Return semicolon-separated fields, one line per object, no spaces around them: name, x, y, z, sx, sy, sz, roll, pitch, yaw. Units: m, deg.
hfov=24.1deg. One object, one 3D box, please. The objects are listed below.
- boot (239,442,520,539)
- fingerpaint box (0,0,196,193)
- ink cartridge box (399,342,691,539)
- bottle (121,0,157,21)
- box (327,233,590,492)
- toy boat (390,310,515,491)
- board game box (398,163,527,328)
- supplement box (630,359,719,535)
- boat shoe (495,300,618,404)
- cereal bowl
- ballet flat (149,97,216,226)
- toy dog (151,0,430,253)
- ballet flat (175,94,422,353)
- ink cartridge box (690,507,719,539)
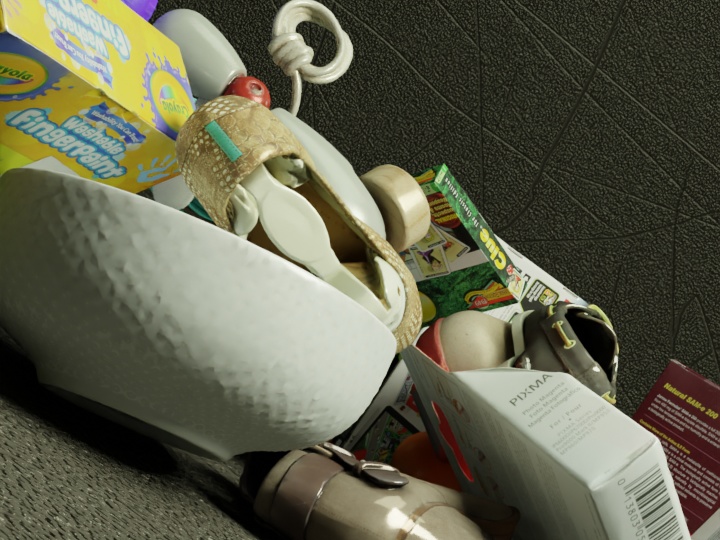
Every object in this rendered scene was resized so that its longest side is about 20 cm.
boot;0.008;0.126;0.873;0.146;0.071;0.200;26;-7;-4
fingerpaint box;-0.189;-0.078;0.781;0.200;0.166;0.074;31;40;-67
ink cartridge box;0.105;0.115;0.905;0.200;0.057;0.163;45;-17;55
bottle;-0.196;-0.101;0.949;0.083;0.200;0.065;33;1;3
box;0.068;0.080;1.195;0.110;0.200;0.035;35;-1;-21
toy boat;0.078;0.113;1.104;0.200;0.130;0.131;22;42;-58
board game box;0.000;0.000;1.102;0.199;0.024;0.105;-17;-56;37
supplement box;0.204;0.173;1.136;0.061;0.200;0.109;34;1;-40
boat shoe;0.128;0.054;1.013;0.072;0.060;0.201;57;16;-3
cereal bowl;-0.089;0.032;0.775;0.199;0.084;0.200;21;-12;5
ballet flat;-0.075;-0.038;1.033;0.200;0.068;0.070;35;-26;-13
toy dog;-0.051;-0.053;0.970;0.131;0.096;0.201;-9;62;-31
ballet flat;-0.022;-0.004;0.838;0.200;0.070;0.065;46;3;-39
ink cartridge box;0.242;0.255;0.972;0.200;0.176;0.084;34;31;-6
